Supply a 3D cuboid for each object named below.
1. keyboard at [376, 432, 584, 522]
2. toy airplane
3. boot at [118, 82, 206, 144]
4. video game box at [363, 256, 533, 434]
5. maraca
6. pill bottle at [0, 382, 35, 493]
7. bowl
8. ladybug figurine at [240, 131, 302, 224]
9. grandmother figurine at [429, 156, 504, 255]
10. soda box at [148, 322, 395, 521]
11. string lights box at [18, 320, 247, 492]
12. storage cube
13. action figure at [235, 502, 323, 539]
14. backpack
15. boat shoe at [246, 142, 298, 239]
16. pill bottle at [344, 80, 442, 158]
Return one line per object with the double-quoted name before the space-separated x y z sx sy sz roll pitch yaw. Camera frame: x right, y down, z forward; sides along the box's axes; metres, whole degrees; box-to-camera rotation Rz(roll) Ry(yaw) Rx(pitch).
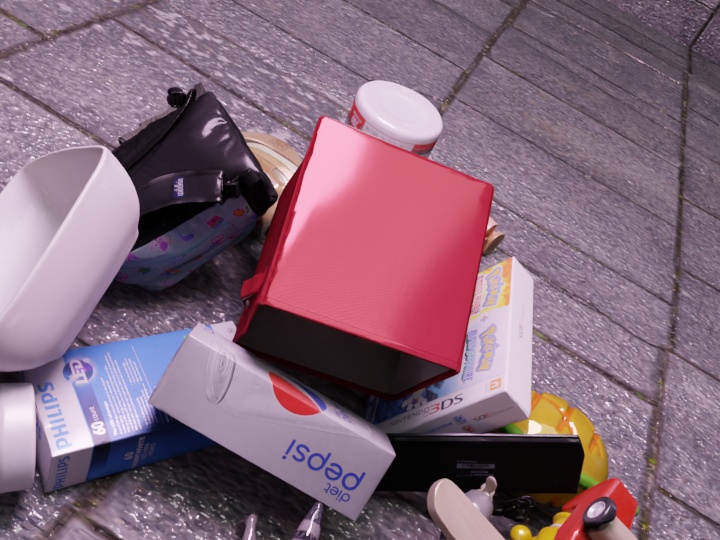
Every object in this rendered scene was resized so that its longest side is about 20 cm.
"keyboard" 0.108 0.196 0.691 0.198 0.128 0.021 0 35 5
"toy airplane" 0.151 0.285 0.640 0.198 0.141 0.201 3 81 -13
"boot" -0.250 -0.186 0.935 0.130 0.068 0.200 -23 19 -7
"video game box" 0.091 0.095 0.753 0.047 0.182 0.201 48 33 -23
"maraca" 0.210 0.198 0.769 0.199 0.107 0.137 34 5 -15
"pill bottle" -0.344 0.127 0.521 0.199 0.112 0.112 2 46 -29
"bowl" -0.276 -0.003 0.617 0.075 0.199 0.201 44 61 -38
"ladybug figurine" -0.149 -0.109 0.919 0.135 0.072 0.200 36 40 11
"grandmother figurine" 0.132 -0.109 1.094 0.121 0.061 0.200 -10 54 -48
"soda box" -0.072 0.125 0.615 0.199 0.068 0.063 32 2 -7
"string lights box" -0.193 0.116 0.661 0.199 0.059 0.103 -8 51 -36
"storage cube" 0.000 0.000 0.675 0.199 0.171 0.181 19 67 -11
"action figure" -0.097 0.256 0.535 0.199 0.105 0.194 33 29 1
"backpack" -0.196 -0.070 0.749 0.199 0.127 0.167 -34 56 0
"boat shoe" -0.083 -0.064 0.799 0.200 0.072 0.076 40 53 16
"pill bottle" 0.015 -0.128 0.932 0.113 0.201 0.114 16 41 -14
